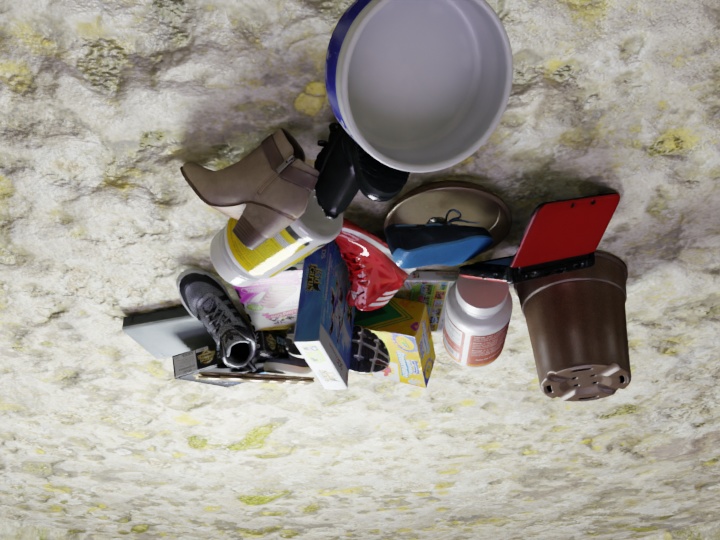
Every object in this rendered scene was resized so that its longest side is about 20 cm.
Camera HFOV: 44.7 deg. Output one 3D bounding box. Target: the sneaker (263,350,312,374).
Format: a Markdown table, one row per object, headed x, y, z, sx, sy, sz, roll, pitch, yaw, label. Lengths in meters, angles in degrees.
| x | y | z | sx | sy | sz | roll | pitch | yaw | label |
| --- | --- | --- | --- | --- | --- | --- | --- | --- | --- |
| -0.106 | 0.147 | 1.620 | 0.074 | 0.086 | 0.199 | -3 | 178 | 34 | sneaker |

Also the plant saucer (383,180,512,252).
| x | y | z | sx | sy | sz | roll | pitch | yaw | label |
| --- | --- | --- | --- | --- | --- | --- | --- | --- | --- |
| 0.133 | -0.077 | 1.344 | 0.197 | 0.030 | 0.201 | 0 | 150 | 0 | plant saucer |

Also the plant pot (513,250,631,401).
| x | y | z | sx | sy | sz | roll | pitch | yaw | label |
| --- | --- | --- | --- | --- | --- | --- | --- | --- | --- |
| 0.367 | 0.101 | 1.480 | 0.197 | 0.201 | 0.201 | -1 | 149 | 0 | plant pot |

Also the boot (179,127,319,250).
| x | y | z | sx | sy | sz | roll | pitch | yaw | label |
| --- | --- | --- | --- | --- | --- | --- | --- | --- | --- |
| -0.146 | -0.131 | 1.187 | 0.147 | 0.200 | 0.070 | -50 | 156 | 11 | boot |

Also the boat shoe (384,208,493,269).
| x | y | z | sx | sy | sz | roll | pitch | yaw | label |
| --- | --- | --- | --- | --- | --- | --- | --- | --- | --- |
| 0.120 | -0.053 | 1.284 | 0.199 | 0.069 | 0.084 | -1 | 143 | -47 | boat shoe |

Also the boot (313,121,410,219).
| x | y | z | sx | sy | sz | roll | pitch | yaw | label |
| --- | --- | --- | --- | --- | --- | --- | --- | --- | --- |
| -0.007 | -0.126 | 1.105 | 0.073 | 0.200 | 0.163 | 15 | 139 | -22 | boot |

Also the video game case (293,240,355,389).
| x | y | z | sx | sy | sz | roll | pitch | yaw | label |
| --- | --- | --- | --- | --- | --- | --- | --- | --- | --- |
| -0.051 | 0.062 | 1.402 | 0.045 | 0.202 | 0.182 | -2 | 150 | 13 | video game case |

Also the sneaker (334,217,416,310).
| x | y | z | sx | sy | sz | roll | pitch | yaw | label |
| --- | --- | --- | --- | --- | --- | --- | --- | --- | --- |
| 0.000 | 0.000 | 1.372 | 0.199 | 0.116 | 0.078 | 30 | -178 | -40 | sneaker |

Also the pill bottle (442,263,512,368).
| x | y | z | sx | sy | sz | roll | pitch | yaw | label |
| --- | --- | --- | --- | --- | --- | --- | --- | --- | --- |
| 0.197 | 0.074 | 1.471 | 0.110 | 0.114 | 0.201 | -1 | 150 | 1 | pill bottle |

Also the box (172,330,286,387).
| x | y | z | sx | sy | sz | roll | pitch | yaw | label |
| --- | --- | --- | --- | --- | --- | --- | --- | --- | --- |
| -0.225 | 0.173 | 1.680 | 0.196 | 0.050 | 0.200 | -16 | 162 | 18 | box |

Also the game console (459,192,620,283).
| x | y | z | sx | sy | sz | roll | pitch | yaw | label |
| --- | --- | --- | --- | --- | --- | --- | --- | --- | --- |
| 0.269 | -0.053 | 1.328 | 0.198 | 0.121 | 0.171 | -9 | -170 | -37 | game console |

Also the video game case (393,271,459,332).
| x | y | z | sx | sy | sz | roll | pitch | yaw | label |
| --- | --- | --- | --- | --- | --- | --- | --- | --- | --- |
| 0.127 | 0.060 | 1.579 | 0.179 | 0.023 | 0.201 | 0 | 150 | -2 | video game case |

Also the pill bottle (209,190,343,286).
| x | y | z | sx | sy | sz | roll | pitch | yaw | label |
| --- | --- | --- | --- | --- | --- | --- | --- | --- | --- |
| -0.129 | -0.057 | 1.292 | 0.114 | 0.116 | 0.199 | 25 | 141 | -36 | pill bottle |

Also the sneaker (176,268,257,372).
| x | y | z | sx | sy | sz | roll | pitch | yaw | label |
| --- | --- | --- | --- | --- | --- | --- | --- | --- | --- |
| -0.233 | 0.087 | 1.479 | 0.075 | 0.114 | 0.201 | -37 | 115 | -5 | sneaker |

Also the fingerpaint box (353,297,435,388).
| x | y | z | sx | sy | sz | roll | pitch | yaw | label |
| --- | --- | --- | --- | --- | --- | --- | --- | --- | --- |
| 0.042 | 0.121 | 1.582 | 0.165 | 0.074 | 0.201 | 11 | 150 | 18 | fingerpaint box |

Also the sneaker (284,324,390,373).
| x | y | z | sx | sy | sz | roll | pitch | yaw | label |
| --- | --- | --- | --- | --- | --- | --- | --- | --- | --- |
| -0.033 | 0.133 | 1.523 | 0.198 | 0.078 | 0.085 | 12 | 170 | 24 | sneaker |

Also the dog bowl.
| x | y | z | sx | sy | sz | roll | pitch | yaw | label |
| --- | --- | --- | --- | --- | --- | --- | --- | --- | --- |
| 0.063 | -0.215 | 0.961 | 0.197 | 0.079 | 0.203 | -6 | 112 | -16 | dog bowl |

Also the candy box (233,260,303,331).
| x | y | z | sx | sy | sz | roll | pitch | yaw | label |
| --- | --- | --- | --- | --- | --- | --- | --- | --- | --- |
| -0.136 | 0.029 | 1.485 | 0.134 | 0.062 | 0.201 | -4 | 149 | 5 | candy box |

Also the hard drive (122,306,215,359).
| x | y | z | sx | sy | sz | roll | pitch | yaw | label |
| --- | --- | --- | --- | --- | --- | --- | --- | --- | --- |
| -0.325 | 0.113 | 1.649 | 0.197 | 0.033 | 0.140 | -10 | 147 | 15 | hard drive |

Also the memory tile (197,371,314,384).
| x | y | z | sx | sy | sz | roll | pitch | yaw | label |
| --- | --- | --- | --- | --- | --- | --- | --- | --- | --- |
| -0.187 | 0.197 | 1.594 | 0.151 | 0.017 | 0.199 | -1 | 172 | 28 | memory tile |
